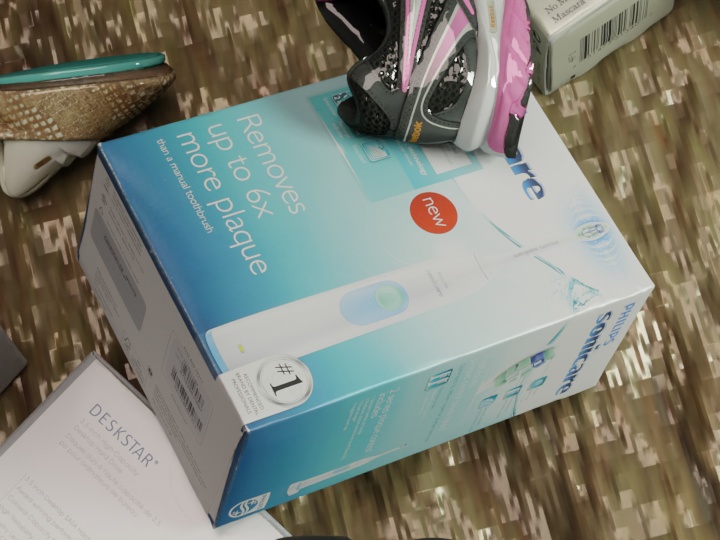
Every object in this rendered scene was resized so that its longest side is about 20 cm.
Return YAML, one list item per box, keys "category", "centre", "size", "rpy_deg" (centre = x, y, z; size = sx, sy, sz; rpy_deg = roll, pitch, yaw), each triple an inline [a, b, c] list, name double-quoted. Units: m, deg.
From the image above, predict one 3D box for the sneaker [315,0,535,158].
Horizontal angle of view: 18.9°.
- category: "sneaker"
  centre: [0.018, -0.142, 0.923]
  size: [0.085, 0.081, 0.202]
  rpy_deg: [-1, 58, -11]

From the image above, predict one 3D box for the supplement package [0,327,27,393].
- category: "supplement package"
  centre: [-0.262, 0.062, 0.937]
  size: [0.119, 0.121, 0.200]
  rpy_deg: [38, 78, 15]

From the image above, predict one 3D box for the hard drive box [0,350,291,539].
- category: "hard drive box"
  centre: [-0.123, 0.164, 0.916]
  size: [0.156, 0.077, 0.200]
  rpy_deg: [42, 79, 15]

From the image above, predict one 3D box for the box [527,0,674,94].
- category: "box"
  centre: [0.063, -0.190, 1.031]
  size: [0.082, 0.068, 0.201]
  rpy_deg: [-34, 73, -7]

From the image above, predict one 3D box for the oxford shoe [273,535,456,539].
- category: "oxford shoe"
  centre: [0.029, 0.154, 0.884]
  size: [0.071, 0.199, 0.072]
  rpy_deg: [41, 114, 50]

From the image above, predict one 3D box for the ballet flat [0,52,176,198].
- category: "ballet flat"
  centre: [-0.183, -0.064, 1.015]
  size: [0.198, 0.071, 0.066]
  rpy_deg: [-3, 97, 5]

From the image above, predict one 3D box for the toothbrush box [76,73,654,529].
- category: "toothbrush box"
  centre: [0.000, 0.000, 0.923]
  size: [0.199, 0.086, 0.147]
  rpy_deg: [-16, 63, -26]
